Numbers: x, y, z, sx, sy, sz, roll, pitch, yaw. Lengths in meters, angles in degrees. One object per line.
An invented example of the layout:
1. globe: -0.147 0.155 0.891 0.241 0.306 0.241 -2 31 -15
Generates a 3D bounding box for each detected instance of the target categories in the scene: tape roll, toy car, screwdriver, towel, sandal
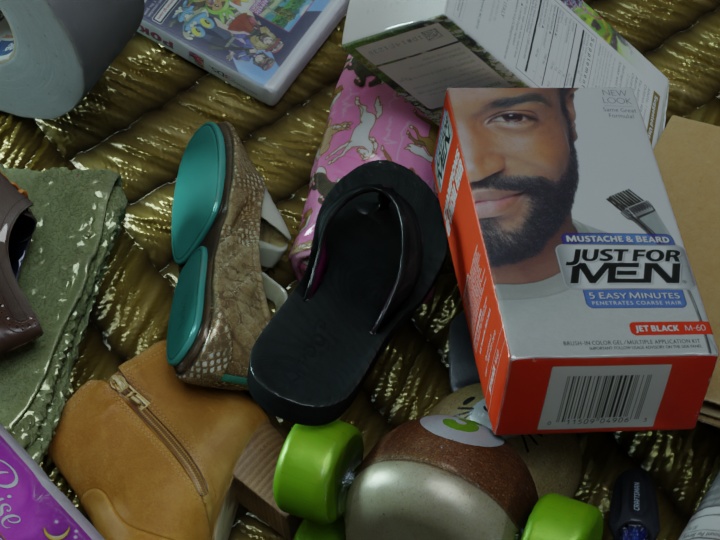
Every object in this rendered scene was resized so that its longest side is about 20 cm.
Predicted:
1. tape roll: -0.226 -0.179 1.321 0.200 0.200 0.066 28 63 12
2. toy car: 0.070 0.099 1.227 0.164 0.158 0.200 17 50 18
3. screwdriver: 0.141 0.158 1.195 0.029 0.028 0.200 36 23 -5
4. towel: -0.221 0.023 1.292 0.148 0.037 0.201 6 60 15
5. sandal: 0.001 0.001 1.207 0.075 0.048 0.201 19 43 6

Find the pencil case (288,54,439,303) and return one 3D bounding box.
1. pencil case: 0.021 -0.067 1.342 0.086 0.083 0.201 1 58 28

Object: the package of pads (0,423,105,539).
1. package of pads: -0.207 0.140 1.152 0.120 0.076 0.200 -38 66 -18

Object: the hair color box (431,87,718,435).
1. hair color box: 0.109 -0.009 1.203 0.110 0.064 0.200 -1 45 -11

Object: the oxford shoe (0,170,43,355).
1. oxford shoe: -0.219 -0.037 1.275 0.073 0.071 0.201 -11 64 -5

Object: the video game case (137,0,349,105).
1. video game case: -0.077 -0.220 1.452 0.182 0.023 0.200 30 63 13

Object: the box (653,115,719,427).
1. box: 0.211 0.002 1.252 0.163 0.021 0.200 17 51 21

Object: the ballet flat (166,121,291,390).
1. ballet flat: -0.074 -0.004 1.309 0.065 0.071 0.200 24 42 -22

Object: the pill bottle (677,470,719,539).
1. pill bottle: 0.222 0.164 1.209 0.114 0.114 0.200 30 65 13

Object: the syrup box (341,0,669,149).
1. syrup box: 0.087 -0.118 1.306 0.079 0.200 0.082 -12 55 41

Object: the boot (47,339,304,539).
1. boot: -0.129 0.138 1.239 0.144 0.071 0.201 35 62 21
